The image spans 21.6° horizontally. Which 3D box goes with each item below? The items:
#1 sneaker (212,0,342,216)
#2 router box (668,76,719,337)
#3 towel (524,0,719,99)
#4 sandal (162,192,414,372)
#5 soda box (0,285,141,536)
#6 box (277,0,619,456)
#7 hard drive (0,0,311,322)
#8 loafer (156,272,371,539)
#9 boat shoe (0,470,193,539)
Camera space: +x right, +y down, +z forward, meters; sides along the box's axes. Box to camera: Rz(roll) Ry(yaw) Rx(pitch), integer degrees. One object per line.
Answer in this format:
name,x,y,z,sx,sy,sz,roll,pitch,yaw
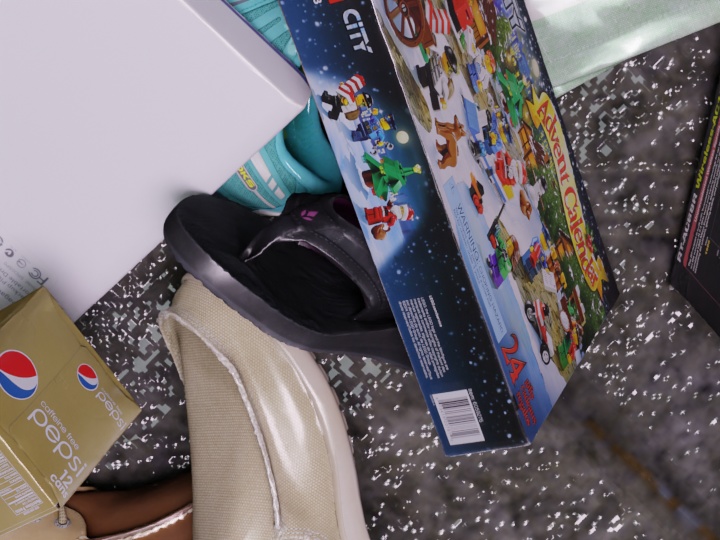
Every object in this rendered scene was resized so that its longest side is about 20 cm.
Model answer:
sneaker,-0.033,-0.118,0.748,0.079,0.077,0.200,11,114,22
router box,0.193,-0.055,0.741,0.062,0.150,0.200,7,109,-13
towel,0.096,-0.186,0.778,0.152,0.023,0.200,-24,104,0
sandal,0.000,-0.001,0.751,0.200,0.075,0.048,18,116,-49
soda box,-0.183,0.080,0.744,0.200,0.068,0.064,-26,107,35
box,0.040,-0.048,0.737,0.038,0.137,0.200,-11,110,28
hard drive,-0.132,-0.053,0.747,0.132,0.025,0.200,43,121,-13
loafer,-0.038,0.097,0.750,0.068,0.076,0.200,-25,98,-24
boat shoe,-0.141,0.125,0.805,0.200,0.076,0.074,-27,101,1
